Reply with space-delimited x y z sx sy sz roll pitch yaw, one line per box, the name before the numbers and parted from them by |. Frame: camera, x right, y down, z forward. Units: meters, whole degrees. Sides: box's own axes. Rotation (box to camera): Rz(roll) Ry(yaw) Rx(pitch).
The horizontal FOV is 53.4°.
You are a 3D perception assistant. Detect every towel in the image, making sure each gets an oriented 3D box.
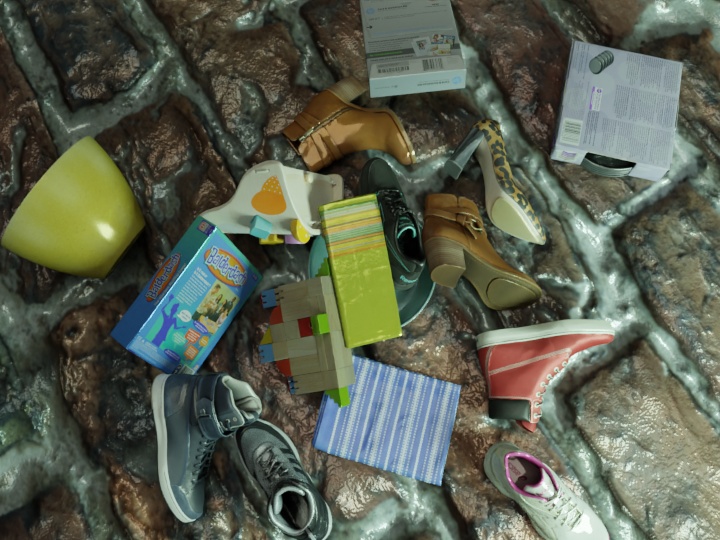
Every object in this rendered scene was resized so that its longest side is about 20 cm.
towel | 0.000 0.000 1.004 0.084 0.018 0.206 -11 91 -5
towel | 0.038 0.209 1.032 0.195 0.024 0.148 14 76 6

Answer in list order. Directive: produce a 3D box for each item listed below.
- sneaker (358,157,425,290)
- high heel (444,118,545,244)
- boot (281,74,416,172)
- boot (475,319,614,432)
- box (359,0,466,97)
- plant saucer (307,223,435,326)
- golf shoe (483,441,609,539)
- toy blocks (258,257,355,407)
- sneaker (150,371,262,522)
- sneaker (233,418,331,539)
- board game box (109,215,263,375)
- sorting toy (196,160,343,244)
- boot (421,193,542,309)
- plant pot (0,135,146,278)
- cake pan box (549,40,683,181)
sneaker | 0.054 -0.078 1.040 0.074 0.079 0.205 -10 75 -24
high heel | 0.236 -0.144 1.112 0.199 0.071 0.143 42 57 -1
boot | -0.019 -0.200 1.126 0.154 0.074 0.200 -38 64 -9
boot | 0.272 0.150 1.019 0.194 0.072 0.148 -11 74 7
box | 0.080 -0.370 1.154 0.151 0.042 0.204 -6 57 0
plant saucer | 0.018 -0.001 1.085 0.194 0.036 0.206 0 75 1
golf shoe | 0.252 0.311 0.962 0.198 0.092 0.076 38 77 10
toy blocks | -0.087 0.096 1.024 0.134 0.099 0.206 -12 85 28
sneaker | -0.201 0.239 0.972 0.142 0.077 0.208 -7 94 14
sneaker | -0.109 0.280 0.969 0.075 0.114 0.201 -36 76 -9
board game box | -0.240 0.047 1.019 0.044 0.153 0.202 27 75 31
sorting toy | -0.137 -0.082 1.043 0.176 0.199 0.110 -8 88 23
boot | 0.178 -0.031 1.076 0.195 0.077 0.158 13 46 -15
plant pot | -0.404 -0.072 1.057 0.141 0.199 0.202 39 78 -13
cake pan box | 0.406 -0.251 1.136 0.179 0.052 0.205 11 75 7
